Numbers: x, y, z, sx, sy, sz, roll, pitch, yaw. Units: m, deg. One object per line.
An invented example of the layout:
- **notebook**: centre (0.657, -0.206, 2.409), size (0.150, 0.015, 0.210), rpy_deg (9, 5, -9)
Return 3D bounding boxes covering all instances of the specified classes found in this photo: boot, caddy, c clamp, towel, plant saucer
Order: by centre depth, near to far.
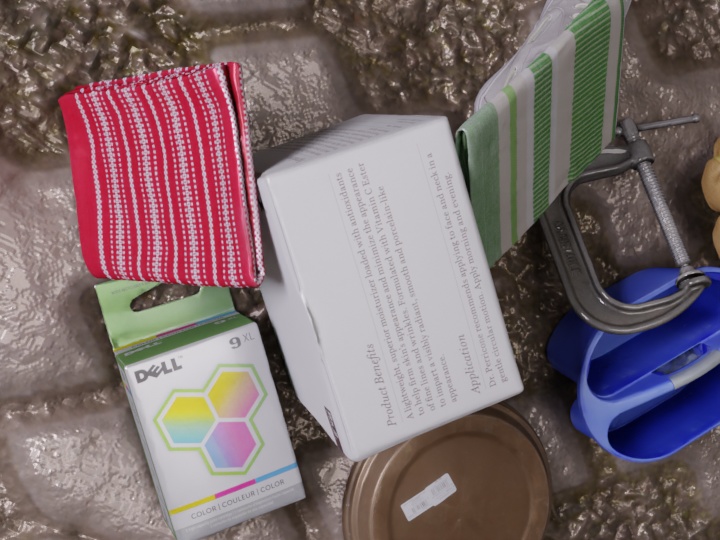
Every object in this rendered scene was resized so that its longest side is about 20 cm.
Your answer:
- **towel**: centre (-0.140, -0.061, 0.742), size (0.022, 0.200, 0.145), rpy_deg (-14, 101, -43)
- **towel**: centre (0.132, -0.101, 0.791), size (0.200, 0.023, 0.153), rpy_deg (-44, 147, -28)
- **boot**: centre (0.180, -0.185, 0.897), size (0.074, 0.096, 0.200), rpy_deg (39, 81, -20)
- **c clamp**: centre (0.235, -0.044, 0.925), size (0.171, 0.027, 0.200), rpy_deg (-7, 66, -7)
- **plant saucer**: centre (0.082, 0.204, 0.938), size (0.200, 0.029, 0.200), rpy_deg (-2, 97, -20)
- **caddy**: centre (0.263, 0.078, 0.951), size (0.200, 0.105, 0.142), rpy_deg (-28, 106, -16)

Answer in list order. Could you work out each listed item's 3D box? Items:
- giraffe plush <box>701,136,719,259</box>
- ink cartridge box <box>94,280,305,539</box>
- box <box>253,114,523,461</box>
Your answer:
- **giraffe plush**: centre (0.419, -0.070, 0.937), size (0.200, 0.162, 0.173), rpy_deg (15, 60, -26)
- **ink cartridge box**: centre (-0.121, 0.094, 0.831), size (0.104, 0.059, 0.200), rpy_deg (-18, 102, -18)
- **box**: centre (0.000, 0.000, 0.787), size (0.131, 0.200, 0.199), rpy_deg (-20, 103, -12)
